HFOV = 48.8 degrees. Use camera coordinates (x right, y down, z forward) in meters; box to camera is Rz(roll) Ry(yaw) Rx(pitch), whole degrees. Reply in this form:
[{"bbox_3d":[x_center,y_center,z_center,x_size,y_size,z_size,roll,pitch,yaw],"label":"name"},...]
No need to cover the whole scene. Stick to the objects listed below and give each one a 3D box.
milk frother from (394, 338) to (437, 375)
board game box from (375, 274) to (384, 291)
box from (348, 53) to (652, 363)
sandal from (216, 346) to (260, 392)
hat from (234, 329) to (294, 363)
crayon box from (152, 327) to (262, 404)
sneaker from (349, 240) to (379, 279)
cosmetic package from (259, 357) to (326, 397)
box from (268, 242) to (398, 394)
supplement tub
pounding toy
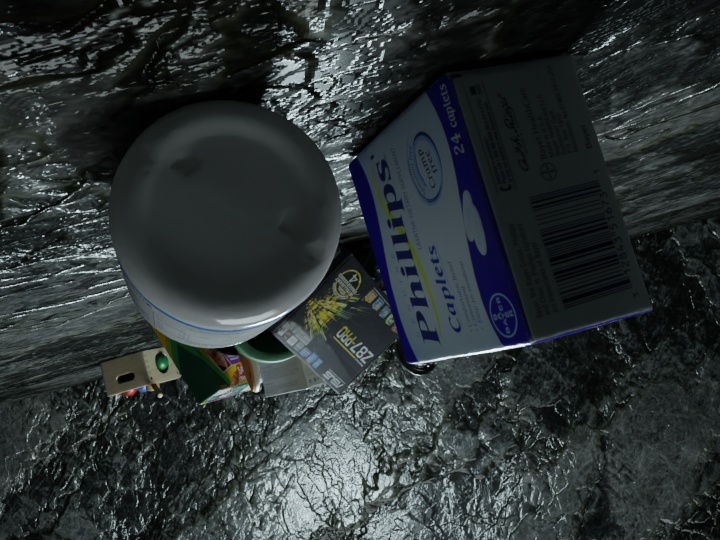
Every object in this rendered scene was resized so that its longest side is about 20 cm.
[{"bbox_3d":[0.151,0.099,1.548,0.180,0.201,0.188,-11,174,-4],"label":"milk frother"},{"bbox_3d":[-0.006,0.013,1.348,0.199,0.035,0.136,-18,-165,21],"label":"board game box"},{"bbox_3d":[0.091,-0.033,0.599,0.105,0.185,0.200,-14,174,-21],"label":"box"},{"bbox_3d":[-0.228,0.127,1.409,0.059,0.207,0.079,-7,137,-23],"label":"sandal"},{"bbox_3d":[-0.176,0.033,1.219,0.200,0.166,0.176,22,-177,-43],"label":"hat"},{"bbox_3d":[-0.273,0.149,1.479,0.058,0.173,0.200,-37,168,16],"label":"crayon box"},{"bbox_3d":[0.000,0.000,1.247,0.199,0.080,0.075,-18,174,19],"label":"sneaker"},{"bbox_3d":[-0.132,0.119,1.440,0.107,0.201,0.085,-16,174,36],"label":"cosmetic package"},{"bbox_3d":[-0.033,0.075,1.188,0.161,0.049,0.200,-42,134,-3],"label":"box"},{"bbox_3d":[-0.093,-0.019,0.524,0.132,0.132,0.200,-14,175,-15],"label":"supplement tub"},{"bbox_3d":[-0.628,0.309,2.317,0.199,0.143,0.184,-17,175,19],"label":"pounding toy"}]
